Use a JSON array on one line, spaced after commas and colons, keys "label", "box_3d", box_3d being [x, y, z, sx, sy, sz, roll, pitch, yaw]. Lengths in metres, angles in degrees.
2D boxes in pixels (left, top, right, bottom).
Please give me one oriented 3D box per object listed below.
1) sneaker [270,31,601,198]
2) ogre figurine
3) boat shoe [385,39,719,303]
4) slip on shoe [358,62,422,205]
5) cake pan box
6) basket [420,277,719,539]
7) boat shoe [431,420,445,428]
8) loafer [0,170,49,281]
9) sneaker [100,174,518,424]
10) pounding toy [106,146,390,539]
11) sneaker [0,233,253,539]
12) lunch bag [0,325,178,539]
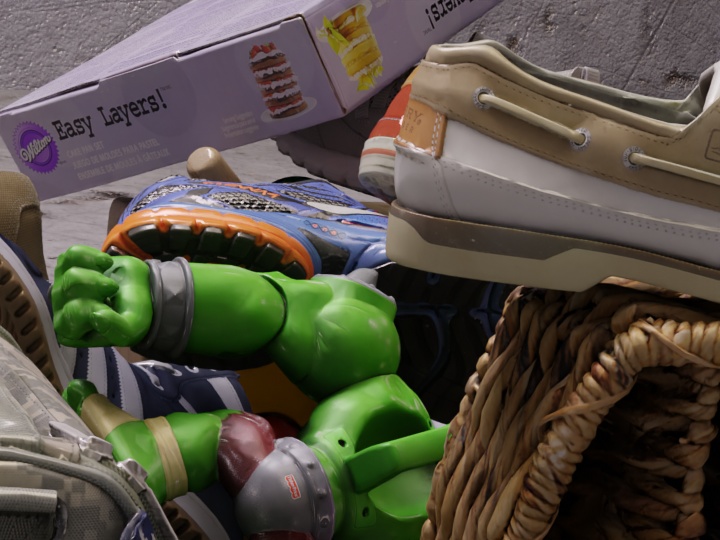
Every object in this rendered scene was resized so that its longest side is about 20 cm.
[{"label": "sneaker", "box_3d": [0.038, -0.067, 0.937, 0.199, 0.082, 0.075, 17, 1, 44]}, {"label": "ogre figurine", "box_3d": [-0.022, 0.081, 0.698, 0.119, 0.098, 0.201, -15, 60, -26]}, {"label": "boat shoe", "box_3d": [0.108, -0.027, 0.615, 0.199, 0.069, 0.075, 5, 9, 0]}, {"label": "slip on shoe", "box_3d": [0.091, -0.023, 0.820, 0.199, 0.062, 0.074, 26, -12, -26]}, {"label": "cake pan box", "box_3d": [-0.043, -0.103, 0.951, 0.199, 0.053, 0.184, -13, 16, 37]}, {"label": "basket", "box_3d": [0.106, 0.108, 0.626, 0.142, 0.201, 0.149, 2, 11, -27]}, {"label": "boat shoe", "box_3d": [0.040, 0.094, 0.832, 0.072, 0.062, 0.200, 46, 3, 1]}, {"label": "loafer", "box_3d": [-0.143, 0.046, 0.848, 0.067, 0.201, 0.076, -29, 43, -32]}, {"label": "sneaker", "box_3d": [0.000, 0.000, 0.786, 0.199, 0.076, 0.079, 14, 28, -14]}, {"label": "pounding toy", "box_3d": [-0.033, 0.035, 0.954, 0.183, 0.201, 0.142, 0, 12, -32]}, {"label": "sneaker", "box_3d": [-0.110, 0.038, 0.783, 0.070, 0.200, 0.109, -33, 11, 21]}, {"label": "lunch bag", "box_3d": [-0.121, 0.106, 0.596, 0.139, 0.169, 0.200, 2, 11, -21]}]
